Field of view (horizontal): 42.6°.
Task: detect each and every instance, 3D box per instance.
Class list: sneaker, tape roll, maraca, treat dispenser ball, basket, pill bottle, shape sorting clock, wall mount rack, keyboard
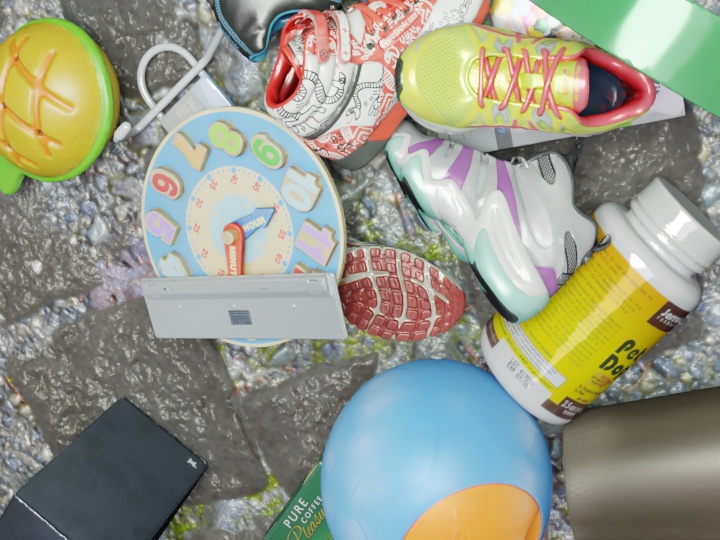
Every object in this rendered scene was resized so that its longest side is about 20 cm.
[{"bbox_3d":[0.000,0.000,0.807,0.196,0.082,0.080,17,111,18],"label":"sneaker"},{"bbox_3d":[0.196,-0.157,0.605,0.198,0.201,0.049,31,113,3],"label":"tape roll"},{"bbox_3d":[-0.293,-0.144,0.830,0.197,0.106,0.140,-17,90,33],"label":"maraca"},{"bbox_3d":[-0.025,-0.237,0.723,0.197,0.073,0.083,-30,88,-3],"label":"sneaker"},{"bbox_3d":[0.114,-0.073,0.727,0.139,0.078,0.201,-37,72,-2],"label":"sneaker"},{"bbox_3d":[0.012,-0.176,0.683,0.107,0.068,0.202,26,109,-40],"label":"sneaker"},{"bbox_3d":[0.120,-0.135,0.648,0.195,0.090,0.080,-1,99,-19],"label":"sneaker"},{"bbox_3d":[0.064,0.178,0.786,0.196,0.201,0.206,4,108,13],"label":"treat dispenser ball"},{"bbox_3d":[0.276,0.170,0.769,0.196,0.138,0.182,-7,133,22],"label":"basket"},{"bbox_3d":[0.197,0.023,0.753,0.109,0.109,0.201,41,113,-1],"label":"pill bottle"},{"bbox_3d":[-0.102,-0.033,0.770,0.195,0.039,0.205,6,109,19],"label":"shape sorting clock"},{"bbox_3d":[-0.116,-0.127,0.804,0.173,0.075,0.201,-39,96,20],"label":"wall mount rack"},{"bbox_3d":[-0.102,0.031,0.771,0.196,0.011,0.057,-2,117,29],"label":"keyboard"}]

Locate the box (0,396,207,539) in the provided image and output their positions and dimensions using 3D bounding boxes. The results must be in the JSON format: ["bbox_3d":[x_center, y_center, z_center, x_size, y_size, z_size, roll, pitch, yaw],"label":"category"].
[{"bbox_3d":[-0.275,0.268,0.901,0.123,0.200,0.198,38,112,1],"label":"box"}]

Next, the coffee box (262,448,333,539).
[{"bbox_3d":[0.013,0.279,0.915,0.198,0.044,0.124,34,112,1],"label":"coffee box"}]

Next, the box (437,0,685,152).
[{"bbox_3d":[0.148,-0.185,0.738,0.195,0.041,0.159,-8,106,15],"label":"box"}]
